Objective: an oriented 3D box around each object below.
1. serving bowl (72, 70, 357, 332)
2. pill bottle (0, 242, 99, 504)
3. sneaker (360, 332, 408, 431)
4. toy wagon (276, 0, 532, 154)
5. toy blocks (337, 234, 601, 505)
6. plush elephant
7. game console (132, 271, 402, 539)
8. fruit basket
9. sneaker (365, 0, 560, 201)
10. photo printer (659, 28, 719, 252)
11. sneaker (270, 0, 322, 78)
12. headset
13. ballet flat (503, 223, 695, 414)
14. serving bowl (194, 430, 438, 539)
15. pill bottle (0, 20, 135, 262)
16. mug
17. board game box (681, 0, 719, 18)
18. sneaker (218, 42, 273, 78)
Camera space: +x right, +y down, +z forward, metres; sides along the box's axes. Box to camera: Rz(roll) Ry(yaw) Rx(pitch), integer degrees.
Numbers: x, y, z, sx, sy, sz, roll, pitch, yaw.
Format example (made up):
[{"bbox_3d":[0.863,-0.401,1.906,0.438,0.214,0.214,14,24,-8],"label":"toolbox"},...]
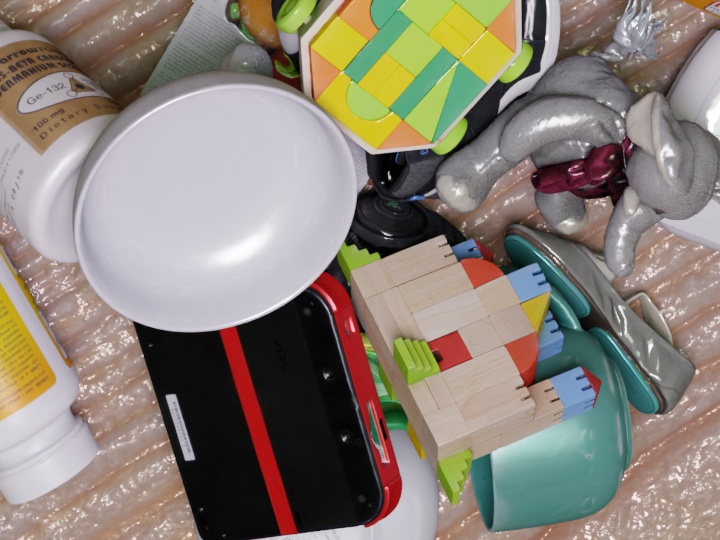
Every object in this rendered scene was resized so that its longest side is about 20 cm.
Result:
[{"bbox_3d":[-0.105,-0.056,1.270,0.198,0.066,0.201,-12,129,-15],"label":"serving bowl"},{"bbox_3d":[-0.283,0.072,1.408,0.111,0.111,0.201,-28,102,3],"label":"pill bottle"},{"bbox_3d":[-0.026,0.088,1.403,0.198,0.074,0.084,8,64,6],"label":"sneaker"},{"bbox_3d":[0.047,-0.175,1.256,0.155,0.040,0.200,36,108,-23],"label":"toy wagon"},{"bbox_3d":[0.084,0.048,1.327,0.136,0.100,0.201,-22,62,-11],"label":"toy blocks"},{"bbox_3d":[0.188,-0.073,1.327,0.164,0.155,0.200,18,116,-50],"label":"plush elephant"},{"bbox_3d":[-0.069,0.104,1.381,0.176,0.031,0.202,-10,103,28],"label":"game console"},{"bbox_3d":[-0.039,-0.165,1.393,0.184,0.094,0.201,30,115,-9],"label":"fruit basket"},{"bbox_3d":[0.068,-0.128,1.343,0.073,0.111,0.201,42,126,28],"label":"sneaker"},{"bbox_3d":[0.322,-0.085,1.424,0.199,0.069,0.168,19,101,-4],"label":"photo printer"},{"bbox_3d":[0.032,-0.185,1.313,0.198,0.072,0.083,-14,119,-1],"label":"sneaker"},{"bbox_3d":[0.000,0.000,1.405,0.199,0.094,0.124,30,117,-21],"label":"headset"},{"bbox_3d":[0.190,0.026,1.457,0.064,0.067,0.200,-45,103,-21],"label":"ballet flat"},{"bbox_3d":[-0.034,0.197,1.469,0.198,0.066,0.202,-1,103,-3],"label":"serving bowl"},{"bbox_3d":[-0.242,-0.106,1.327,0.200,0.114,0.115,41,100,30],"label":"pill bottle"},{"bbox_3d":[0.142,0.105,1.410,0.113,0.153,0.186,-7,132,-5],"label":"mug"},{"bbox_3d":[0.247,-0.316,1.278,0.199,0.200,0.201,22,81,-8],"label":"board game box"},{"bbox_3d":[-0.136,-0.094,1.367,0.114,0.075,0.201,21,132,3],"label":"sneaker"}]
